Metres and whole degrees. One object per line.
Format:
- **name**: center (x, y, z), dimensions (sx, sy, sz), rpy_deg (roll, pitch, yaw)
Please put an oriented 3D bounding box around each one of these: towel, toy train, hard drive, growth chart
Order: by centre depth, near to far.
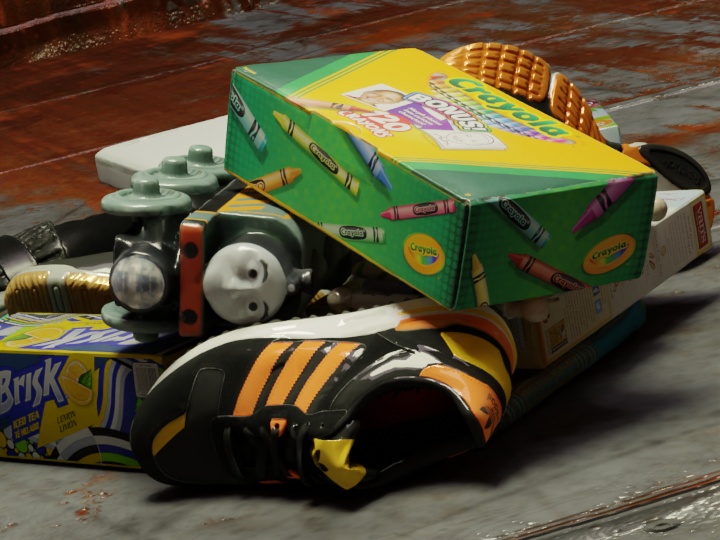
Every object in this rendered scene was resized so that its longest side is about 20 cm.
- **growth chart**: center (0.069, -0.008, 1.336), dimensions (0.144, 0.018, 0.200), rpy_deg (1, 18, 29)
- **toy train**: center (-0.063, -0.015, 1.342), dimensions (0.113, 0.086, 0.200), rpy_deg (3, 12, 11)
- **towel**: center (0.048, 0.053, 1.356), dimensions (0.146, 0.022, 0.200), rpy_deg (-5, 14, 33)
- **hard drive**: center (-0.082, -0.072, 1.645), dimensions (0.131, 0.026, 0.200), rpy_deg (-16, 12, -17)

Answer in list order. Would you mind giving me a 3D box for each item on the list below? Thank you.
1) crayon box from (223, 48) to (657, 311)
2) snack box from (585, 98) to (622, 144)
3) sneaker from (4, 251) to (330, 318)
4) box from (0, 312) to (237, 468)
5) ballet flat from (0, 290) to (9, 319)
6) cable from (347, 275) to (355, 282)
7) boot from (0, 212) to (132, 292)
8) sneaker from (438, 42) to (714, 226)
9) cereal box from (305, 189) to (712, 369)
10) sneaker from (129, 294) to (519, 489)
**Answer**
- **crayon box**: center (0.036, -0.049, 1.279), dimensions (0.118, 0.059, 0.200), rpy_deg (-9, 27, -35)
- **snack box**: center (0.081, -0.071, 1.836), dimensions (0.199, 0.053, 0.142), rpy_deg (-11, 13, 1)
- **sneaker**: center (-0.107, 0.012, 1.525), dimensions (0.199, 0.076, 0.088), rpy_deg (1, 38, 13)
- **box**: center (-0.140, 0.063, 1.386), dimensions (0.199, 0.065, 0.070), rpy_deg (1, 17, 45)
- **ballet flat**: center (-0.239, 0.055, 1.529), dimensions (0.063, 0.068, 0.200), rpy_deg (-12, 4, 19)
- **cable**: center (0.000, 0.000, 1.579), dimensions (0.199, 0.051, 0.097), rpy_deg (-12, 12, -3)
- **boot**: center (-0.192, 0.003, 1.671), dimensions (0.157, 0.080, 0.211), rpy_deg (-10, -1, -31)
- **sneaker**: center (0.108, -0.057, 1.532), dimensions (0.092, 0.199, 0.076), rpy_deg (-28, 37, 50)
- **cereal box**: center (0.083, 0.003, 1.398), dimensions (0.143, 0.040, 0.200), rpy_deg (-2, 17, 35)
- **sneaker**: center (-0.024, 0.070, 1.226), dimensions (0.199, 0.070, 0.090), rpy_deg (-15, 27, 16)
